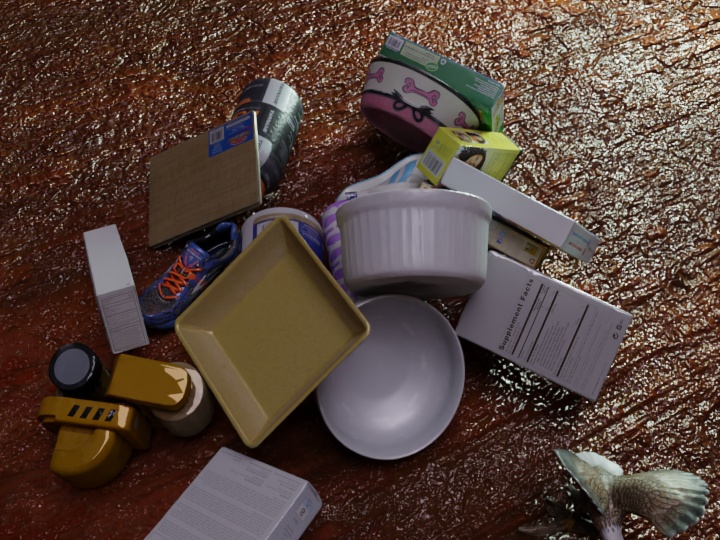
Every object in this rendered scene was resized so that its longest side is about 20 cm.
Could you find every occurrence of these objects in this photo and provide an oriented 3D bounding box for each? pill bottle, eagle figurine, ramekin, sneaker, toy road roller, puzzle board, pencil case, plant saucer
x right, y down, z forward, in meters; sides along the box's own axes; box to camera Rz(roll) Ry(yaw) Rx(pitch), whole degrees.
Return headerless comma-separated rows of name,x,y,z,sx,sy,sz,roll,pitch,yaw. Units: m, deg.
pill bottle,-0.106,0.031,1.101,0.116,0.121,0.204,2,58,-6
eagle figurine,0.286,0.262,0.940,0.150,0.202,0.151,-28,61,-24
ramekin,0.066,-0.025,1.021,0.195,0.201,0.100,1,78,-6
sneaker,0.058,-0.112,1.258,0.197,0.077,0.081,-30,70,-17
pill bottle,-0.159,-0.189,1.259,0.104,0.107,0.203,12,54,2
sneaker,-0.235,-0.001,1.134,0.074,0.079,0.200,32,57,16
toy road roller,-0.283,0.183,0.978,0.195,0.124,0.149,7,66,4
puzzle board,-0.225,-0.129,1.187,0.196,0.017,0.154,-19,62,23
pencil case,0.000,0.000,1.142,0.083,0.084,0.205,-4,70,-21
plant saucer,-0.102,0.073,0.984,0.200,0.048,0.201,-44,62,7

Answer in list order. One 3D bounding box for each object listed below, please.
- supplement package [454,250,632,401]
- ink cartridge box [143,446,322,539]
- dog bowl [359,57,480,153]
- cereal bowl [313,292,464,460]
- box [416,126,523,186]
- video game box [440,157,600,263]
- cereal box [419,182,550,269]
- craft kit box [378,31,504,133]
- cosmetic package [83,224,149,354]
supplement package,0.238,0.070,1.093,0.197,0.121,0.122,25,94,11
ink cartridge box,-0.157,0.300,0.905,0.158,0.048,0.201,8,48,43
dog bowl,0.085,-0.244,1.284,0.197,0.200,0.075,29,87,13
cereal bowl,0.029,0.128,1.042,0.195,0.083,0.206,-1,94,-15
box,0.169,-0.170,1.251,0.050,0.076,0.198,45,30,25
video game box,0.231,-0.083,1.173,0.198,0.181,0.048,33,101,27
cereal box,0.180,-0.065,1.202,0.197,0.144,0.040,30,100,13
craft kit box,0.133,-0.282,1.311,0.197,0.197,0.049,29,89,13
cosmetic package,-0.316,0.019,1.055,0.049,0.084,0.200,-14,28,-17
